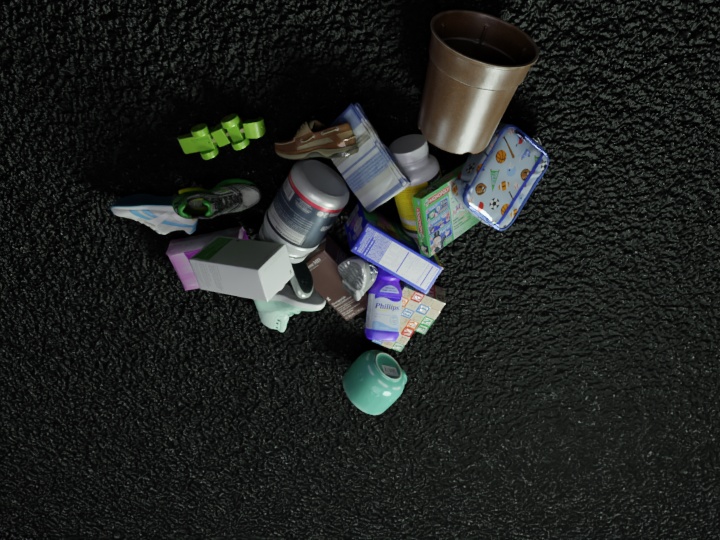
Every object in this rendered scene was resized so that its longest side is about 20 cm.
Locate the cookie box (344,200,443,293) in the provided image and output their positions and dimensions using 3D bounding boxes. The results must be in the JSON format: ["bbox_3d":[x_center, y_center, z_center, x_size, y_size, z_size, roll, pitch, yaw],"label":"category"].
[{"bbox_3d":[0.071,-0.056,1.366,0.198,0.172,0.076,29,107,-17],"label":"cookie box"}]

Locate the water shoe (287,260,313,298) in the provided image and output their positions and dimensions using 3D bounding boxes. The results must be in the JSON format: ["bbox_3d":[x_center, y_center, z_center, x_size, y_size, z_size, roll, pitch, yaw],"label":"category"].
[{"bbox_3d":[-0.171,-0.003,1.427,0.079,0.202,0.071,-42,145,22],"label":"water shoe"}]

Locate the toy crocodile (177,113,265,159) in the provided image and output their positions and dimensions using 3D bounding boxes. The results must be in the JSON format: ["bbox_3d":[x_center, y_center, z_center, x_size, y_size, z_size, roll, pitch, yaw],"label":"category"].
[{"bbox_3d":[-0.295,-0.287,1.302,0.197,0.062,0.068,-11,126,18],"label":"toy crocodile"}]

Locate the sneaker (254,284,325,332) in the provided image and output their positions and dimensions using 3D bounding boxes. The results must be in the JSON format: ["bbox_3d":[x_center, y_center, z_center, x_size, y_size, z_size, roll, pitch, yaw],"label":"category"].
[{"bbox_3d":[-0.173,0.100,1.560,0.197,0.074,0.120,6,124,21],"label":"sneaker"}]

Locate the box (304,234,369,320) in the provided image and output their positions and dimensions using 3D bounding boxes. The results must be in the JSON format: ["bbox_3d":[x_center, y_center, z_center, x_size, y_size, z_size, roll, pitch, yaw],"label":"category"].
[{"bbox_3d":[-0.056,0.019,1.503,0.099,0.075,0.200,-32,117,25],"label":"box"}]

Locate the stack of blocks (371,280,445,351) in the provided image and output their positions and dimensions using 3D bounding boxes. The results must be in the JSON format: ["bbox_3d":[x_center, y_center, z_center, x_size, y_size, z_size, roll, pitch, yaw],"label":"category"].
[{"bbox_3d":[0.120,0.114,1.568,0.114,0.059,0.201,21,126,-12],"label":"stack of blocks"}]

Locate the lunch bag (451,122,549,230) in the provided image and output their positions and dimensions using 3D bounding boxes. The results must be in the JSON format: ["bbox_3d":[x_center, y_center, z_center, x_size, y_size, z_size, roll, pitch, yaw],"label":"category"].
[{"bbox_3d":[0.292,-0.194,1.263,0.159,0.076,0.201,32,94,-26],"label":"lunch bag"}]

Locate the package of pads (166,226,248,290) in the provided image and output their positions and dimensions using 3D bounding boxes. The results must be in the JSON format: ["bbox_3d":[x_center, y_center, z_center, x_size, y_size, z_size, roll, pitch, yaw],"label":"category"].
[{"bbox_3d":[-0.356,-0.030,1.486,0.197,0.076,0.122,-10,126,12],"label":"package of pads"}]

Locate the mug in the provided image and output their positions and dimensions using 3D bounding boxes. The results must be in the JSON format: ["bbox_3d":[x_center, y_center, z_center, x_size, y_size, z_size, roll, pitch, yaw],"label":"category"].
[{"bbox_3d":[0.050,0.284,1.661,0.152,0.185,0.115,42,120,3],"label":"mug"}]

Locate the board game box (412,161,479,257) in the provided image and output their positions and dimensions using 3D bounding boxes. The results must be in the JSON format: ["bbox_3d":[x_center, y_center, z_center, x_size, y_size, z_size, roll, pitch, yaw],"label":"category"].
[{"bbox_3d":[0.192,-0.134,1.298,0.029,0.199,0.136,20,134,44],"label":"board game box"}]

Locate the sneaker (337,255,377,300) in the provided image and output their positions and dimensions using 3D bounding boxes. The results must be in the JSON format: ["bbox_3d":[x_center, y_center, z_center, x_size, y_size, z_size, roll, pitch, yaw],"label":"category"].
[{"bbox_3d":[0.000,0.000,1.374,0.075,0.082,0.200,43,167,8],"label":"sneaker"}]

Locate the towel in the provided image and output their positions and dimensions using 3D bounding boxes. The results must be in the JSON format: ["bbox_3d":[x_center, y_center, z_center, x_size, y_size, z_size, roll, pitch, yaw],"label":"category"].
[{"bbox_3d":[0.006,-0.228,1.272,0.201,0.024,0.146,55,139,-3],"label":"towel"}]

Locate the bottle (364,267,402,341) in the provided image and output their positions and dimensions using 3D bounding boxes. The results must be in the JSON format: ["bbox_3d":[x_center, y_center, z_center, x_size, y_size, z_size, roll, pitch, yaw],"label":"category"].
[{"bbox_3d":[0.059,0.065,1.471,0.082,0.065,0.204,7,89,-16],"label":"bottle"}]

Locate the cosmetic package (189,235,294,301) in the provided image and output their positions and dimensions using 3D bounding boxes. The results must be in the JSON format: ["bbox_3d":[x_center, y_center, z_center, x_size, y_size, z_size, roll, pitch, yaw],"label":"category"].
[{"bbox_3d":[-0.258,-0.007,1.343,0.197,0.108,0.086,6,126,29],"label":"cosmetic package"}]

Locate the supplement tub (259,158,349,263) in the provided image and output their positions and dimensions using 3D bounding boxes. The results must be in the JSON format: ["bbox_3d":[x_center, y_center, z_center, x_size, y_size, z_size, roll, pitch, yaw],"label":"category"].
[{"bbox_3d":[-0.127,-0.128,1.352,0.139,0.141,0.201,27,125,-16],"label":"supplement tub"}]

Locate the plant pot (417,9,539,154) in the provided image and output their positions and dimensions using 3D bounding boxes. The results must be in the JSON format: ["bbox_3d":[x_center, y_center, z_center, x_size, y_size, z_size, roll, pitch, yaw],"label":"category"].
[{"bbox_3d":[0.201,-0.340,1.144,0.197,0.202,0.200,10,135,-4],"label":"plant pot"}]

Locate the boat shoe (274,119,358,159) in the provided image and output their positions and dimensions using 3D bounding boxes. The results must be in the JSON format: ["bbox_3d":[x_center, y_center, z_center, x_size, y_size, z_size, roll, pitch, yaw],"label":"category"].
[{"bbox_3d":[-0.092,-0.272,1.266,0.197,0.076,0.075,4,115,31],"label":"boat shoe"}]

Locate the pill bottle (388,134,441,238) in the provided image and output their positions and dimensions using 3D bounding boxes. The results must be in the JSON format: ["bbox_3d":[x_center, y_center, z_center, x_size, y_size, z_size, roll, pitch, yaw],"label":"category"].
[{"bbox_3d":[0.121,-0.180,1.312,0.109,0.112,0.202,-11,126,13],"label":"pill bottle"}]

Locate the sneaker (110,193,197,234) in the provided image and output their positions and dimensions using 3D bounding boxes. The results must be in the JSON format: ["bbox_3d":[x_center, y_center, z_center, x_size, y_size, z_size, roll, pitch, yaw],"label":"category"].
[{"bbox_3d":[-0.475,-0.127,1.420,0.196,0.077,0.082,5,120,1],"label":"sneaker"}]

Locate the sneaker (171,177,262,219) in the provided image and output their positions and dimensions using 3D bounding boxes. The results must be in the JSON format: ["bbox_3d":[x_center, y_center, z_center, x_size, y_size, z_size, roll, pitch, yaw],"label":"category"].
[{"bbox_3d":[-0.313,-0.147,1.365,0.197,0.085,0.079,-15,120,-16],"label":"sneaker"}]
